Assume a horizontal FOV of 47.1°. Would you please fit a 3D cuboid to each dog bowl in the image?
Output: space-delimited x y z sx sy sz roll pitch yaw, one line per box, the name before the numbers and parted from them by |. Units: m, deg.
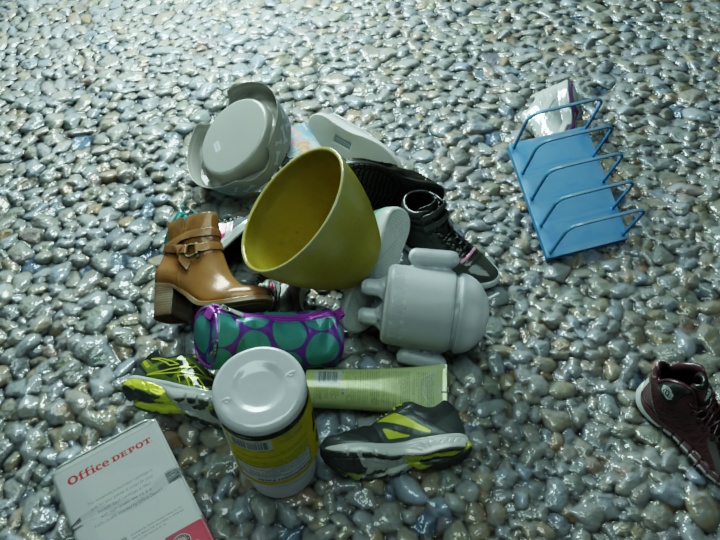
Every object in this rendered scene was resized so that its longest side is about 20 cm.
dog bowl | -0.201 -0.216 1.394 0.198 0.059 0.203 -17 58 29

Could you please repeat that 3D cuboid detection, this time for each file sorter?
file sorter | 0.331 -0.142 1.270 0.137 0.123 0.203 -14 73 -6

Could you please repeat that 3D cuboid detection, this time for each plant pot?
plant pot | -0.051 -0.053 1.179 0.199 0.142 0.202 -29 43 31

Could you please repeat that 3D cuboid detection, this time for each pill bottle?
pill bottle | -0.110 0.194 1.020 0.112 0.201 0.115 -2 51 3

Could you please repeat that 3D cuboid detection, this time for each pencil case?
pencil case | -0.123 0.091 1.133 0.197 0.094 0.085 2 28 -28

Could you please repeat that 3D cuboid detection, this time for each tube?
tube | 0.022 0.166 1.136 0.197 0.059 0.052 0 20 0

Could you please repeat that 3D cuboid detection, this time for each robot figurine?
robot figurine | 0.096 0.055 1.168 0.197 0.113 0.172 7 94 2

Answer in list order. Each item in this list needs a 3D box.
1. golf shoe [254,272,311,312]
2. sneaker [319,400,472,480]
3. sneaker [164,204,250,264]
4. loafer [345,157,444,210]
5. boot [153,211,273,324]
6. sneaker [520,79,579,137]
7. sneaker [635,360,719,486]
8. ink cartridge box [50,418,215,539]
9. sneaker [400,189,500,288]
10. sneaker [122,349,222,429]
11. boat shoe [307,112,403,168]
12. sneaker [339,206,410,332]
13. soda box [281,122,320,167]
golf shoe | -0.117 0.007 1.263 0.087 0.077 0.202 9 55 -14
sneaker | 0.043 0.218 1.080 0.197 0.075 0.085 -1 49 -9
sneaker | -0.233 -0.067 1.317 0.199 0.084 0.121 -37 67 -22
loafer | 0.040 -0.137 1.328 0.198 0.074 0.071 13 22 -34
boot | -0.210 -0.007 1.197 0.198 0.077 0.158 -8 67 28
sneaker | 0.328 -0.239 1.434 0.098 0.075 0.202 -9 50 28
sneaker | 0.439 0.189 1.040 0.075 0.116 0.199 -36 57 -23
ink cartridge box | -0.275 0.307 1.017 0.144 0.085 0.201 -26 56 -17
sneaker | 0.130 -0.050 1.264 0.199 0.100 0.071 34 59 25
sneaker | -0.226 0.154 1.131 0.197 0.075 0.085 10 52 12
boat shoe | 0.000 -0.211 1.425 0.198 0.073 0.068 29 31 20
sneaker | 0.000 0.000 1.267 0.118 0.073 0.203 1 64 56
soda box | -0.078 -0.154 1.378 0.063 0.069 0.201 -23 54 -13
